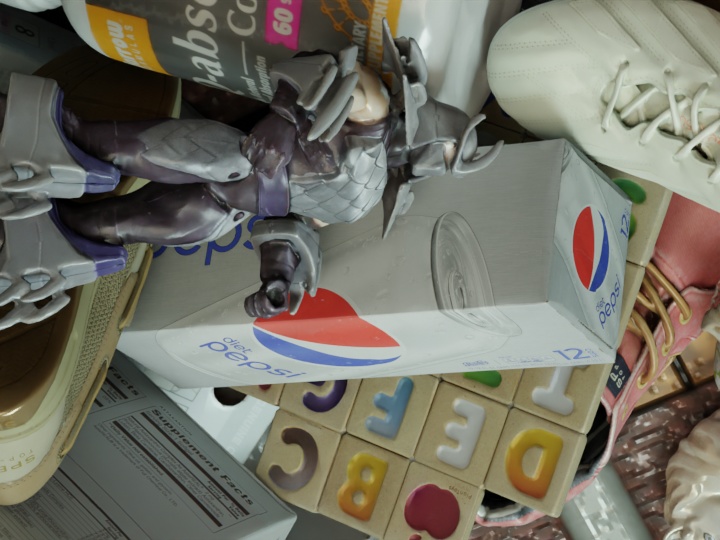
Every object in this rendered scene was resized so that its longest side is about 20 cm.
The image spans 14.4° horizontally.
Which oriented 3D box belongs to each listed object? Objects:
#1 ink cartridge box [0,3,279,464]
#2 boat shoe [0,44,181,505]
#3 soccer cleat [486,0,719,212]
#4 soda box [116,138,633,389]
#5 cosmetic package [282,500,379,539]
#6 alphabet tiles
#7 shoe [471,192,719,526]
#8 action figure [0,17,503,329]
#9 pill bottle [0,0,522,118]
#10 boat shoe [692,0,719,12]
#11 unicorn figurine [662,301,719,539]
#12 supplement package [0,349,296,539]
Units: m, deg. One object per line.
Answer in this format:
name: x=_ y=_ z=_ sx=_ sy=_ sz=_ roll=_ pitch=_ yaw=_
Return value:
ink cartridge box: x=-0.113 y=-0.007 z=1.192 sx=0.199 sy=0.057 sz=0.163 roll=22 pitch=118 yaw=-23
boat shoe: x=-0.115 y=-0.004 z=1.068 sx=0.071 sy=0.201 sz=0.065 roll=8 pitch=139 yaw=15
soccer cleat: x=0.139 y=-0.048 z=1.025 sx=0.199 sy=0.078 sz=0.070 roll=17 pitch=126 yaw=5
soda box: x=0.000 y=0.000 z=1.081 sx=0.199 sy=0.069 sz=0.063 roll=-4 pitch=156 yaw=30
cosmetic package: x=-0.080 y=0.151 z=1.243 sx=0.198 sy=0.051 sz=0.083 roll=-8 pitch=112 yaw=14
alphabet tiles: x=0.029 y=0.006 z=1.110 sx=0.166 sy=0.006 sz=0.201 roll=20 pitch=92 yaw=31
shoe: x=0.108 y=0.018 z=1.123 sx=0.071 sy=0.091 sz=0.200 roll=38 pitch=115 yaw=-8
action figure: x=-0.047 y=-0.030 z=0.979 sx=0.198 sy=0.070 sz=0.131 roll=-8 pitch=142 yaw=-8
pill bottle: x=-0.044 y=-0.125 z=1.065 sx=0.199 sy=0.116 sz=0.117 roll=15 pitch=117 yaw=16
boat shoe: x=0.097 y=-0.160 z=1.056 sx=0.200 sy=0.068 sz=0.072 roll=45 pitch=117 yaw=-10
unicorn figurine: x=0.179 y=0.063 z=1.133 sx=0.136 sy=0.074 sz=0.201 roll=1 pitch=135 yaw=19
supplement package: x=-0.161 y=0.125 z=1.098 sx=0.150 sy=0.200 sz=0.152 roll=40 pitch=118 yaw=19
